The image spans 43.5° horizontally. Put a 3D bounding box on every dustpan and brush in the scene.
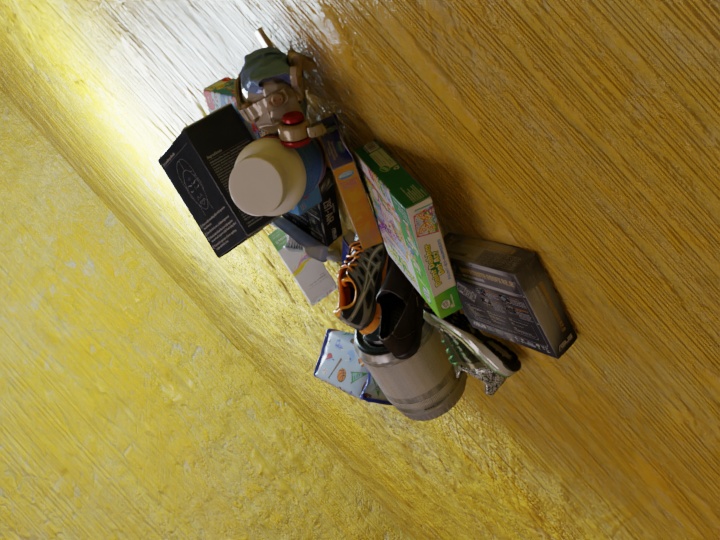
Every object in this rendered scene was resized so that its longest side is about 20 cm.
[{"bbox_3d":[-0.091,-0.047,1.723,0.198,0.058,0.139,4,-154,-48],"label":"dustpan and brush"}]

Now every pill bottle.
[{"bbox_3d":[-0.124,-0.146,1.336,0.113,0.112,0.200,48,-160,-5],"label":"pill bottle"}]

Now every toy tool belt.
[{"bbox_3d":[-0.121,-0.268,1.296,0.201,0.122,0.125,-122,21,-57],"label":"toy tool belt"}]

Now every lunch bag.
[{"bbox_3d":[0.037,0.197,1.811,0.198,0.127,0.169,20,-179,-40],"label":"lunch bag"}]

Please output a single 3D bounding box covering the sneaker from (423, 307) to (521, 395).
[{"bbox_3d":[0.165,0.134,1.496,0.199,0.090,0.076,38,-159,23],"label":"sneaker"}]

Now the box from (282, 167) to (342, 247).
[{"bbox_3d":[-0.124,-0.153,1.638,0.198,0.043,0.162,34,150,32],"label":"box"}]

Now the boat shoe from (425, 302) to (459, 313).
[{"bbox_3d":[0.093,0.029,1.524,0.198,0.072,0.073,16,144,47],"label":"boat shoe"}]

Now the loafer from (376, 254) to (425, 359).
[{"bbox_3d":[0.064,0.034,1.430,0.072,0.205,0.071,-16,150,35],"label":"loafer"}]

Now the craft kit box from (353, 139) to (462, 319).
[{"bbox_3d":[0.068,-0.062,1.311,0.201,0.048,0.200,54,170,53],"label":"craft kit box"}]

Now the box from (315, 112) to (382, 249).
[{"bbox_3d":[-0.020,-0.143,1.393,0.202,0.041,0.120,65,-176,-47],"label":"box"}]

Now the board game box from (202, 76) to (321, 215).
[{"bbox_3d":[-0.166,-0.212,1.528,0.194,0.055,0.204,20,133,44],"label":"board game box"}]

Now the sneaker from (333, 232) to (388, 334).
[{"bbox_3d":[0.000,0.000,1.507,0.076,0.205,0.078,17,156,-34],"label":"sneaker"}]

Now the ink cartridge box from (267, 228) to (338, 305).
[{"bbox_3d":[-0.105,0.002,1.827,0.202,0.067,0.117,56,177,5],"label":"ink cartridge box"}]

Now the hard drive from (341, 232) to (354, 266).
[{"bbox_3d":[0.007,0.032,1.729,0.133,0.025,0.201,53,161,23],"label":"hard drive"}]

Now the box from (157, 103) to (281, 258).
[{"bbox_3d":[-0.229,-0.147,1.516,0.202,0.106,0.148,58,148,-5],"label":"box"}]

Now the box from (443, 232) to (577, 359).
[{"bbox_3d":[0.205,0.033,1.308,0.199,0.048,0.160,18,144,57],"label":"box"}]

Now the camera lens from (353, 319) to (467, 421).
[{"bbox_3d":[0.090,0.152,1.627,0.159,0.160,0.202,23,153,50],"label":"camera lens"}]
